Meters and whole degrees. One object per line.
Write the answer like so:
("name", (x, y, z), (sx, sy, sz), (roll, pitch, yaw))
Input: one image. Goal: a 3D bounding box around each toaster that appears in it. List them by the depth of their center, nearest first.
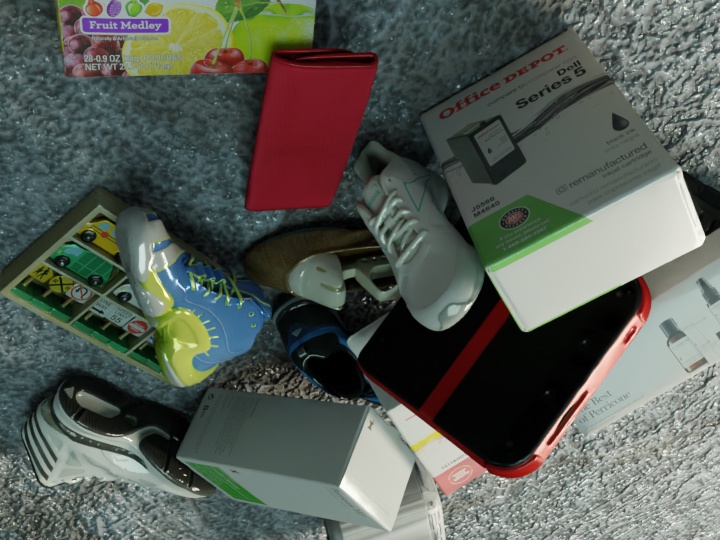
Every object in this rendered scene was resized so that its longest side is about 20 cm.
("toaster", (0.022, 0.280, 1.095), (0.129, 0.114, 0.200), (-16, 133, -7))

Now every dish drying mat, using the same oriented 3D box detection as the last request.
("dish drying mat", (-0.042, -0.101, 0.730), (0.077, 0.018, 0.200), (-5, 156, -14))

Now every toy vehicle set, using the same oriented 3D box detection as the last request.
("toy vehicle set", (-0.193, 0.022, 0.843), (0.124, 0.027, 0.200), (-38, 132, 19))

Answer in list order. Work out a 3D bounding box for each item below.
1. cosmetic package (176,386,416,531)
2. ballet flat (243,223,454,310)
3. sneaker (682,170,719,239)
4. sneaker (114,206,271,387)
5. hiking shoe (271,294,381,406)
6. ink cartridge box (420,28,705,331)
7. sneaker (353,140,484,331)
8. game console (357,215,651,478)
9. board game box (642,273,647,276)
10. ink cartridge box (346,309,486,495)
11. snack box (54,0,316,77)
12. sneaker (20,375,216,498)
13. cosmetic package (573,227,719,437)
("cosmetic package", (-0.062, 0.177, 0.923), (0.200, 0.085, 0.108), (1, 146, 37))
("ballet flat", (0.000, 0.000, 0.848), (0.200, 0.072, 0.068), (-5, 134, -12))
("sneaker", (0.269, -0.049, 0.827), (0.200, 0.082, 0.073), (31, 113, -12))
("sneaker", (-0.133, 0.011, 0.792), (0.105, 0.076, 0.200), (-21, 143, -14))
("hiking shoe", (-0.010, 0.099, 0.928), (0.074, 0.087, 0.200), (-38, 131, 19))
("ink cartridge box", (0.144, -0.074, 0.732), (0.145, 0.200, 0.084), (-29, 131, 11))
("sneaker", (0.035, -0.029, 0.744), (0.080, 0.200, 0.070), (33, 112, -31))
("game console", (0.117, 0.048, 0.788), (0.200, 0.177, 0.031), (-53, 151, -3))
("board game box", (0.308, 0.024, 0.916), (0.200, 0.103, 0.105), (-4, 168, -12))
("ink cartridge box", (0.081, 0.110, 0.884), (0.116, 0.068, 0.200), (-32, 133, 1))
("snack box", (-0.110, -0.224, 0.606), (0.168, 0.068, 0.200), (-5, 133, -14))
("sneaker", (-0.245, 0.184, 0.962), (0.115, 0.076, 0.200), (-34, 125, 28))
("cosmetic package", (0.247, 0.052, 0.801), (0.200, 0.051, 0.083), (-35, 104, 17))
